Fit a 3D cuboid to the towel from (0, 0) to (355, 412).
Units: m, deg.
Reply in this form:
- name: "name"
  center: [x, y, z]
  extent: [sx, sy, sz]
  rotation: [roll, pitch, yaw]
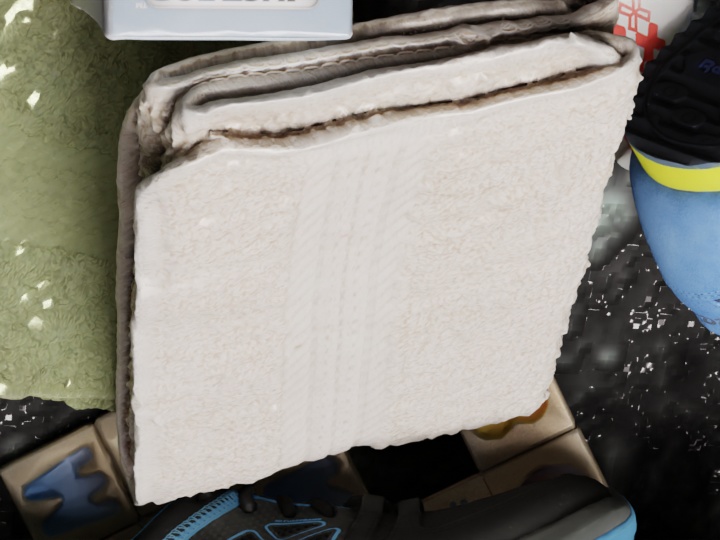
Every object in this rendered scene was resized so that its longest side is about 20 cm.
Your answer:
- name: "towel"
  center: [-0.102, -0.036, 0.806]
  extent: [0.199, 0.036, 0.149]
  rotation: [10, 114, -39]

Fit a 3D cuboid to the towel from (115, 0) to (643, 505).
- name: "towel"
  center: [0.000, 0.000, 0.799]
  extent: [0.132, 0.035, 0.200]
  rotation: [-12, 150, -11]

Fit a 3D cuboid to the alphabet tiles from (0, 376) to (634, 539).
- name: "alphabet tiles"
  center: [0.007, 0.113, 0.913]
  extent: [0.166, 0.008, 0.201]
  rotation: [-26, 95, 6]

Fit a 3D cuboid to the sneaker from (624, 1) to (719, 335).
- name: "sneaker"
  center: [0.152, -0.060, 0.827]
  extent: [0.200, 0.066, 0.079]
  rotation: [-40, 131, -21]

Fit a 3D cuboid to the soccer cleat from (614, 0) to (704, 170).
- name: "soccer cleat"
  center: [0.070, -0.111, 0.811]
  extent: [0.085, 0.069, 0.201]
  rotation: [-25, 116, 11]

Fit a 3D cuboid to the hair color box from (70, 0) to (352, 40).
- name: "hair color box"
  center: [-0.036, -0.158, 0.709]
  extent: [0.060, 0.099, 0.201]
  rotation: [0, 99, -10]

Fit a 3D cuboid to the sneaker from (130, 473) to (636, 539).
- name: "sneaker"
  center: [-0.018, 0.090, 0.870]
  extent: [0.199, 0.082, 0.073]
  rotation: [-18, 151, -9]
